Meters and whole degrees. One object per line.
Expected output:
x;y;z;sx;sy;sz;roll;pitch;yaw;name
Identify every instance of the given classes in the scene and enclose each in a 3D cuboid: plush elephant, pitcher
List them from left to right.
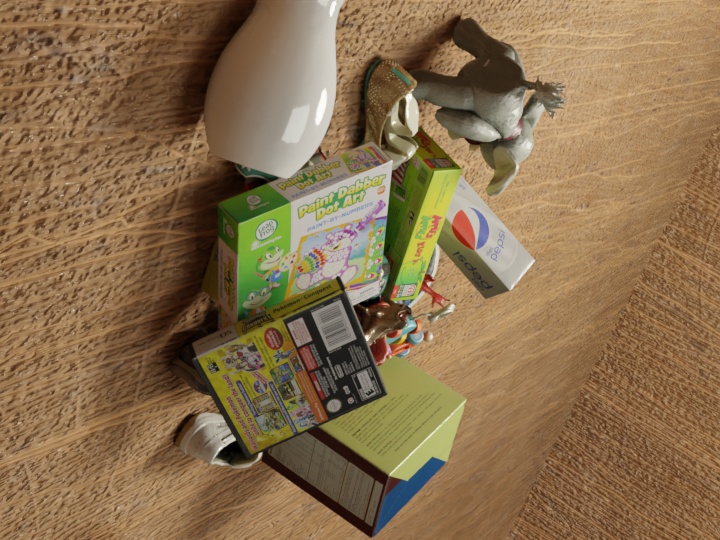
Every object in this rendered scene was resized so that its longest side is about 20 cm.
-0.072;-0.196;1.390;0.172;0.120;0.201;-14;122;-83;pitcher
0.163;-0.194;1.799;0.165;0.199;0.155;-53;156;-34;plush elephant

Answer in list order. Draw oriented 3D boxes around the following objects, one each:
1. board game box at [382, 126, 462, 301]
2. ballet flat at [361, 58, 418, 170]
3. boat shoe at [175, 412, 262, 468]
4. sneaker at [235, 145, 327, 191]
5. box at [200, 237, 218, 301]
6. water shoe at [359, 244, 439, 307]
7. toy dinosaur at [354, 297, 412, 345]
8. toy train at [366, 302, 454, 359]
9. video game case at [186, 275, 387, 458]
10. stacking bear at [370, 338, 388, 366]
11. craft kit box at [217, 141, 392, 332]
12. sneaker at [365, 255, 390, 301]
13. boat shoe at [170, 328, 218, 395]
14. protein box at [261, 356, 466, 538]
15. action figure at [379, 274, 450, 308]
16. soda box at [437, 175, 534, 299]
0.057;-0.071;1.845;0.047;0.102;0.201;-5;129;-33;board game box
0.037;-0.167;1.730;0.071;0.065;0.201;-48;157;-27;ballet flat
-0.152;0.218;1.807;0.071;0.069;0.200;-58;156;16;boat shoe
-0.082;-0.106;1.564;0.093;0.070;0.200;-39;161;0;sneaker
-0.097;-0.025;1.642;0.200;0.050;0.076;-30;146;-52;box
0.042;0.024;2.002;0.201;0.071;0.079;-58;156;-6;water shoe
-0.051;0.064;1.688;0.086;0.199;0.136;123;-14;-45;toy dinosaur
0.044;0.076;1.915;0.149;0.056;0.200;-23;167;-22;toy train
-0.076;0.111;1.585;0.180;0.026;0.201;-24;138;-3;video game case
-0.046;0.123;1.842;0.121;0.114;0.200;-17;156;-16;stacking bear
-0.061;-0.021;1.553;0.199;0.048;0.199;-25;138;-28;craft kit box
0.000;0.000;1.764;0.071;0.080;0.200;-48;-176;12;sneaker
-0.145;0.105;1.681;0.074;0.074;0.200;-61;161;7;boat shoe
0.003;0.223;2.005;0.198;0.199;0.136;-38;152;-43;protein box
0.093;-0.020;1.966;0.201;0.099;0.065;-61;-167;-20;action figure
0.138;-0.059;1.922;0.063;0.200;0.068;-46;-169;-26;soda box
